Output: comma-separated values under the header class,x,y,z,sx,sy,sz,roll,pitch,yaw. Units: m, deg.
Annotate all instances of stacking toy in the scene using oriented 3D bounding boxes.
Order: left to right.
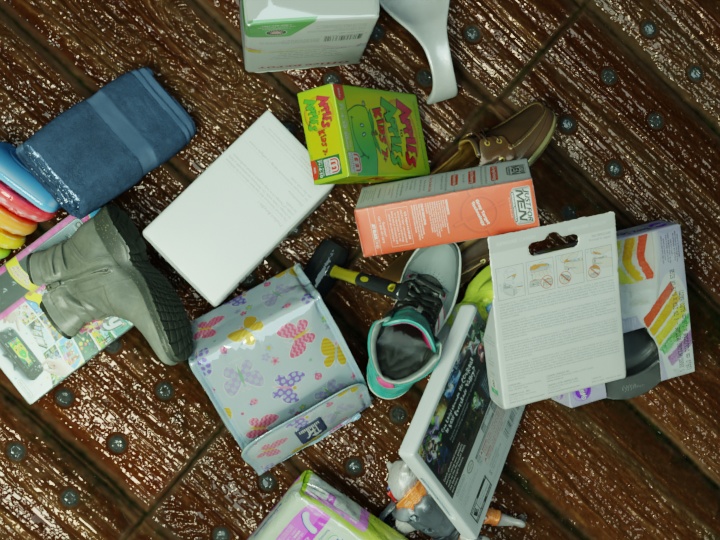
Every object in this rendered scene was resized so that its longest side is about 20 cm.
class,x,y,z,sx,sy,sz,roll,pitch,yaw
stacking toy,-0.433,-0.042,1.201,0.110,0.116,0.200,37,98,-10

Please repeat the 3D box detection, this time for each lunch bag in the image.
class,x,y,z,sx,sy,sz,roll,pitch,yaw
lunch bag,-0.088,0.124,1.210,0.169,0.127,0.201,-27,119,-6

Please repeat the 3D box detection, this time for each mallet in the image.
class,x,y,z,sx,sy,sz,roll,pitch,yaw
mallet,0.000,0.000,1.203,0.041,0.200,0.066,33,74,-31

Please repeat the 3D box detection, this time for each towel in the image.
class,x,y,z,sx,sy,sz,roll,pitch,yaw
towel,-0.285,-0.147,1.197,0.112,0.048,0.200,50,50,-5

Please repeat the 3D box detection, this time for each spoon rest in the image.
class,x,y,z,sx,sy,sz,roll,pitch,yaw
spoon rest,0.076,-0.308,1.284,0.099,0.061,0.201,-19,91,-8

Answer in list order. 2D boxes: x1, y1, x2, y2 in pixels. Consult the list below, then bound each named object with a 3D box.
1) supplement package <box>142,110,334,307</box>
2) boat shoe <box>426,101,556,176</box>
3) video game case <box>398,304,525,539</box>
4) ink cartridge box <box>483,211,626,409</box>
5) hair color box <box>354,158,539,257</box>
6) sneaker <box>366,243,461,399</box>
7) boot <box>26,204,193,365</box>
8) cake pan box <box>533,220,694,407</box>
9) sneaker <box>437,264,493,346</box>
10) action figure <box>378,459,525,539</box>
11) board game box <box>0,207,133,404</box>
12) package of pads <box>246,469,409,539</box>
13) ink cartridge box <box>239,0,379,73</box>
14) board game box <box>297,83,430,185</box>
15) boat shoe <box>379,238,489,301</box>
class,x,y,z,sx,sy,sz,roll,pitch,yaw
supplement package,-0.139,-0.067,1.219,0.200,0.117,0.117,-45,93,-7
boat shoe,0.154,-0.139,1.272,0.200,0.072,0.068,-42,121,-5
video game case,0.123,0.173,1.194,0.182,0.023,0.201,56,49,-39
ink cartridge box,0.216,0.042,1.189,0.160,0.050,0.201,-12,103,-15
hair color box,0.099,-0.072,1.198,0.199,0.102,0.062,-10,108,10
sneaker,0.061,0.049,1.166,0.083,0.121,0.201,22,85,0
boot,-0.275,0.039,1.150,0.130,0.068,0.201,-34,78,14
cake pan box,0.310,0.055,1.276,0.183,0.052,0.201,-12,102,-16
sneaker,0.137,0.084,1.270,0.200,0.076,0.105,-41,118,13
action figure,0.117,0.274,1.250,0.193,0.105,0.200,36,87,-15
board game box,-0.343,0.034,1.218,0.200,0.064,0.148,-38,93,-8
package of pads,-0.029,0.345,1.220,0.200,0.068,0.155,37,109,-5
ink cartridge box,-0.064,-0.294,1.196,0.144,0.200,0.088,-6,85,-6
board game box,0.009,-0.154,1.206,0.047,0.200,0.102,-12,89,30
boat shoe,0.119,-0.014,1.273,0.199,0.070,0.071,-30,117,0
